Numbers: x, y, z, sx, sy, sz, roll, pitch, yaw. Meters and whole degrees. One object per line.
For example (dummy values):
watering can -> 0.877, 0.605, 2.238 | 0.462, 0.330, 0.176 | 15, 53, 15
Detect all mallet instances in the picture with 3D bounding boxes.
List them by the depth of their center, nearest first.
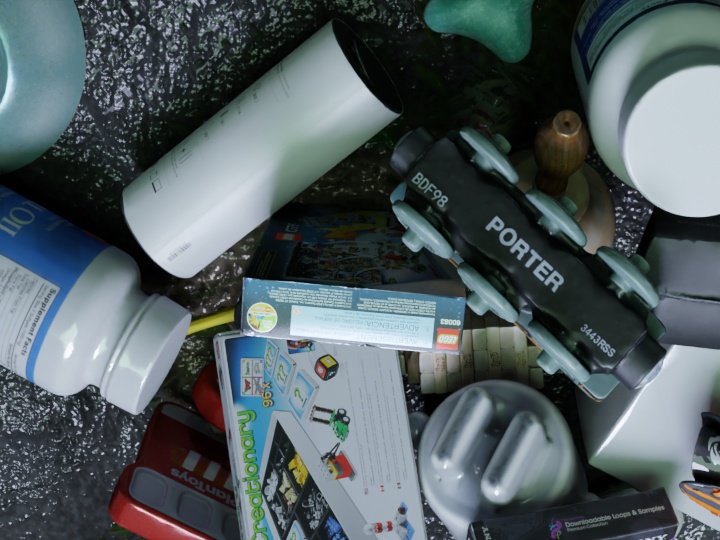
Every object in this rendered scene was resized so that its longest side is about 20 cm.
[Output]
mallet -> -0.137, 0.048, 1.025 | 0.198, 0.066, 0.042 | -19, 110, 13

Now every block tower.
block tower -> 0.034, 0.057, 1.024 | 0.197, 0.058, 0.055 | -4, 115, 4

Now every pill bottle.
pill bottle -> 0.196, -0.113, 0.852 | 0.118, 0.201, 0.121 | 2, 116, 3
pill bottle -> -0.224, 0.018, 0.974 | 0.198, 0.112, 0.113 | 28, 115, 2

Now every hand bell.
hand bell -> 0.120, -0.058, 0.871 | 0.103, 0.200, 0.106 | -1, 77, 4

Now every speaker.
speaker -> -0.068, -0.083, 0.950 | 0.199, 0.081, 0.081 | -37, 108, 17

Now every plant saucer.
plant saucer -> -0.292, -0.151, 0.957 | 0.198, 0.039, 0.203 | 2, 116, 3

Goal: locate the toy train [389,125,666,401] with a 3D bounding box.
toy train -> 0.097, -0.004, 0.813 | 0.200, 0.114, 0.085 | 43, 89, 12

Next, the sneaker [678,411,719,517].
sneaker -> 0.263, 0.133, 0.855 | 0.111, 0.078, 0.200 | 28, 157, -3

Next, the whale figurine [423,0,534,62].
whale figurine -> 0.108, -0.224, 0.859 | 0.158, 0.104, 0.201 | 23, 115, -7

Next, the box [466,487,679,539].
box -> 0.136, 0.235, 0.975 | 0.141, 0.036, 0.201 | -8, 135, -12

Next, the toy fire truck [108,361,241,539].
toy fire truck -> -0.082, 0.175, 1.023 | 0.199, 0.168, 0.113 | 29, 114, -10

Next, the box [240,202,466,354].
box -> 0.000, 0.000, 0.917 | 0.135, 0.200, 0.038 | 5, 106, 2

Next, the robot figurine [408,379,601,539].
robot figurine -> 0.107, 0.152, 1.005 | 0.169, 0.200, 0.114 | 29, 76, 24

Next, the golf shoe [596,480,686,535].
golf shoe -> 0.176, 0.242, 1.082 | 0.199, 0.088, 0.077 | -38, 110, 18

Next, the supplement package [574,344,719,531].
supplement package -> 0.254, 0.058, 0.974 | 0.116, 0.118, 0.201 | 27, 113, -10

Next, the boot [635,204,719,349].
boot -> 0.262, 0.048, 0.868 | 0.197, 0.066, 0.167 | 7, 115, -1

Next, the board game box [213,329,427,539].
board game box -> -0.025, 0.135, 0.950 | 0.125, 0.035, 0.203 | -7, 83, -14
